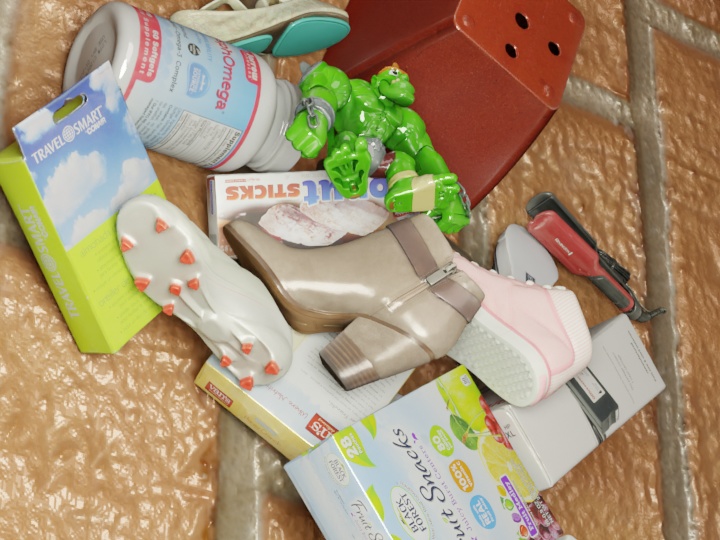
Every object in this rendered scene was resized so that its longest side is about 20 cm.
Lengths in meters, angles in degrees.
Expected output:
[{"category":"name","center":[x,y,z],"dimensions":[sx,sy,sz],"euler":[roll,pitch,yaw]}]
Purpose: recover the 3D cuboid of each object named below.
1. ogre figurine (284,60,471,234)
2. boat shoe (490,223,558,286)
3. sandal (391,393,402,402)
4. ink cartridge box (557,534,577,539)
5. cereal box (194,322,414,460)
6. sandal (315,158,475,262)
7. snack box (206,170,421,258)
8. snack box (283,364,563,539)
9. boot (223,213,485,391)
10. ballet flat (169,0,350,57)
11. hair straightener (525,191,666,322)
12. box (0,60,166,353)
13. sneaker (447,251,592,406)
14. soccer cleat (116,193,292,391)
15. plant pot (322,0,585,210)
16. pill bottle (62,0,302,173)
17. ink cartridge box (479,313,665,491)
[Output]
[{"category":"ogre figurine","center":[0.009,-0.111,1.481],"dimensions":[0.199,0.098,0.120],"euler":[8,46,-27]},{"category":"boat shoe","center":[0.144,0.027,1.675],"dimensions":[0.072,0.068,0.200],"euler":[37,28,-18]},{"category":"sandal","center":[0.032,0.203,1.497],"dimensions":[0.079,0.059,0.207],"euler":[-8,61,-24]},{"category":"ink cartridge box","center":[0.179,0.359,1.529],"dimensions":[0.144,0.084,0.200],"euler":[40,50,-20]},{"category":"cereal box","center":[-0.032,0.071,1.499],"dimensions":[0.144,0.040,0.200],"euler":[39,49,2]},{"category":"sandal","center":[0.033,-0.030,1.615],"dimensions":[0.200,0.082,0.055],"euler":[45,69,-24]},{"category":"snack box","center":[-0.036,-0.052,1.523],"dimensions":[0.199,0.024,0.072],"euler":[-4,93,-25]},{"category":"snack box","center":[0.055,0.186,1.405],"dimensions":[0.200,0.068,0.169],"euler":[-24,81,-52]},{"category":"boot","center":[0.000,0.000,1.454],"dimensions":[0.146,0.070,0.200],"euler":[-37,79,-10]},{"category":"ballet flat","center":[-0.091,-0.230,1.602],"dimensions":[0.200,0.067,0.062],"euler":[-18,72,-44]},{"category":"hair straightener","center":[0.242,-0.016,1.781],"dimensions":[0.200,0.041,0.077],"euler":[37,29,-24]},{"category":"box","center":[-0.210,-0.049,1.375],"dimensions":[0.122,0.048,0.200],"euler":[-45,124,-43]},{"category":"sneaker","center":[0.117,0.033,1.511],"dimensions":[0.104,0.075,0.200],"euler":[-21,51,-37]},{"category":"soccer cleat","center":[-0.124,0.011,1.396],"dimensions":[0.200,0.069,0.078],"euler":[52,27,-25]},{"category":"plant pot","center":[0.099,-0.199,1.668],"dimensions":[0.200,0.176,0.200],"euler":[38,50,-20]},{"category":"pill bottle","center":[-0.143,-0.147,1.485],"dimensions":[0.200,0.109,0.109],"euler":[17,59,-34]},{"category":"ink cartridge box","center":[0.159,0.133,1.579],"dimensions":[0.200,0.144,0.084],"euler":[-31,92,-44]}]
